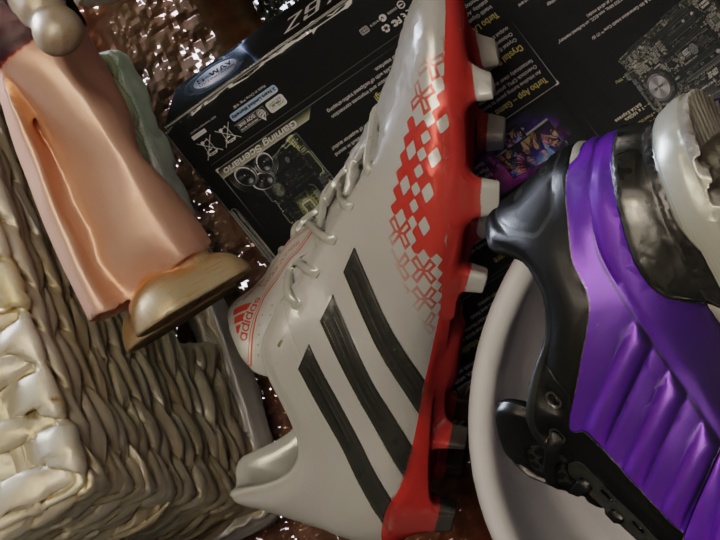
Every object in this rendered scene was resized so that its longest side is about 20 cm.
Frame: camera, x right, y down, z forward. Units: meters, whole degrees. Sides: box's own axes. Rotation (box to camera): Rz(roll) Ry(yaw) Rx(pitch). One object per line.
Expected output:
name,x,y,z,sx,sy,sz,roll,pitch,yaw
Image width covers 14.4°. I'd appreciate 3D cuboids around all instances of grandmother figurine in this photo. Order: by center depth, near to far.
grandmother figurine,-0.109,-0.072,0.939,0.061,0.121,0.200,-31,86,-21

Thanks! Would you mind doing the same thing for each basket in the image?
basket,-0.167,0.034,1.040,0.200,0.161,0.198,-25,75,19

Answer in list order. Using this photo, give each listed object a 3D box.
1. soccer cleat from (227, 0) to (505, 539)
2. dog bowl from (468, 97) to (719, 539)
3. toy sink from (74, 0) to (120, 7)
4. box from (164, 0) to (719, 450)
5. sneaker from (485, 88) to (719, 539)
soccer cleat,0.000,0.000,0.938,0.085,0.069,0.200,7,116,2
dog bowl,0.138,0.043,0.918,0.200,0.079,0.200,2,101,10
toy sink,-0.050,-0.186,1.033,0.130,0.200,0.112,47,131,22
box,0.059,-0.049,0.973,0.200,0.044,0.160,-35,107,15
sneaker,0.096,0.053,0.857,0.099,0.070,0.200,-20,94,21
